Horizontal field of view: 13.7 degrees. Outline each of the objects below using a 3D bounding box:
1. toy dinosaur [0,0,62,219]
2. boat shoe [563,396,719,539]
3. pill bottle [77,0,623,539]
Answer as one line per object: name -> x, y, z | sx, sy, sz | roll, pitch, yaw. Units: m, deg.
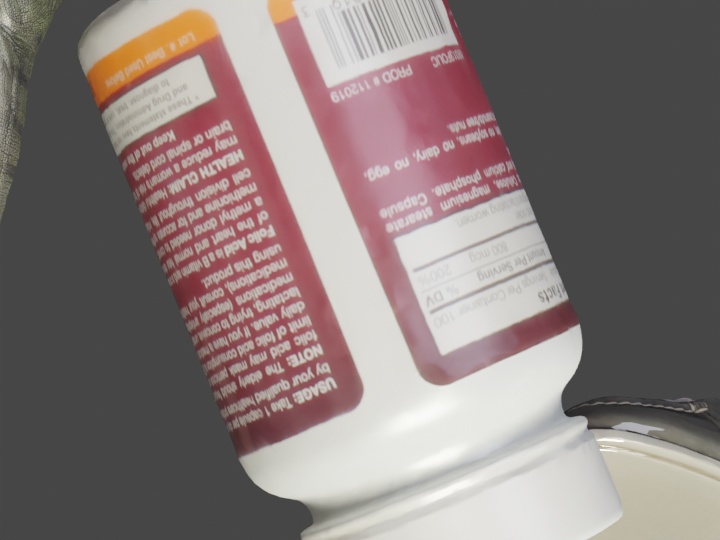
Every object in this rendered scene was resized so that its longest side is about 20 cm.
toy dinosaur -> -0.122, -0.087, 0.897 | 0.088, 0.047, 0.201 | 29, 60, -38
boat shoe -> 0.129, 0.078, 1.041 | 0.200, 0.067, 0.057 | 26, 42, -37
pill bottle -> 0.000, 0.000, 0.919 | 0.114, 0.114, 0.201 | -20, 88, -43
